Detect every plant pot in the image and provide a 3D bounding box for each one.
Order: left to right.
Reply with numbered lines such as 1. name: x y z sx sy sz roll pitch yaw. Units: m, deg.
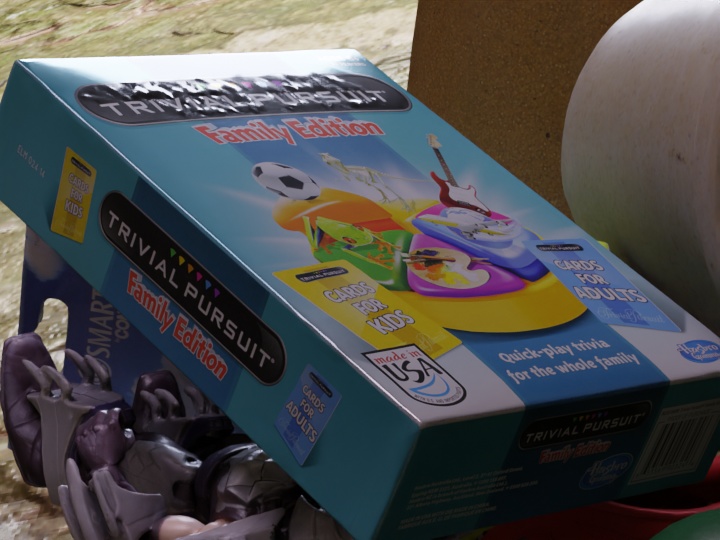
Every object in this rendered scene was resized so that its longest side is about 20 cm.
1. plant pot: 0.089 -0.044 1.159 0.186 0.201 0.186 -12 18 4
2. plant pot: 0.165 -0.038 0.965 0.200 0.201 0.183 -19 11 -20

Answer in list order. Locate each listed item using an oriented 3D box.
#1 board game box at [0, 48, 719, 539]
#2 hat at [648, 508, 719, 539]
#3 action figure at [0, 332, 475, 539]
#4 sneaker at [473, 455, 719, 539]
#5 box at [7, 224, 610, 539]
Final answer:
1. board game box: 0.000 0.000 0.872 0.151 0.047 0.200 -6 37 -45
2. hat: 0.092 0.083 0.809 0.199 0.177 0.166 -17 19 -15
3. action figure: -0.044 0.064 0.886 0.130 0.070 0.200 -1 6 -31
4. sneaker: 0.068 0.091 0.941 0.199 0.085 0.077 -15 17 16
5. box: -0.020 0.029 1.000 0.199 0.122 0.048 12 38 2
